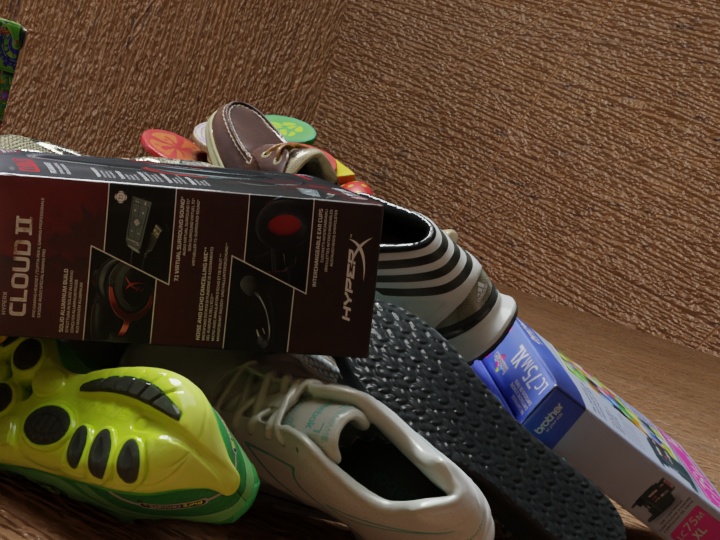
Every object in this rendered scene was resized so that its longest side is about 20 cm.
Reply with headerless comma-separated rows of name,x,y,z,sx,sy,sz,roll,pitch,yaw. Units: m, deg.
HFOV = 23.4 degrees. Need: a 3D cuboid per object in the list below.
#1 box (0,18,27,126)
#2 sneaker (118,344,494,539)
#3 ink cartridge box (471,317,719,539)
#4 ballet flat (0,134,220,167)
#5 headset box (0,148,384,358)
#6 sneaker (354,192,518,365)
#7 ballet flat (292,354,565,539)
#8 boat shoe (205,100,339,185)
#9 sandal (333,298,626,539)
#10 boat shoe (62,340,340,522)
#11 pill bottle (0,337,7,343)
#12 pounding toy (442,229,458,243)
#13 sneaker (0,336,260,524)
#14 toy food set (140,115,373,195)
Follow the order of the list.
box,-0.296,-0.055,0.852,0.122,0.201,0.192,19,4,38
sneaker,-0.027,0.071,0.804,0.200,0.071,0.080,25,-22,18
ink cartridge box,0.136,0.092,1.043,0.200,0.042,0.119,35,11,-21
ballet flat,-0.173,-0.046,1.197,0.199,0.068,0.075,10,27,-8
headset box,-0.105,-0.012,0.824,0.199,0.075,0.149,4,7,-15
sneaker,-0.012,0.007,1.026,0.200,0.076,0.115,-15,-58,42
ballet flat,0.015,0.090,0.965,0.200,0.072,0.072,28,6,7
boat shoe,-0.044,-0.061,1.247,0.072,0.072,0.200,0,46,-39
sandal,0.051,0.096,0.900,0.200,0.048,0.075,44,37,-4
boat shoe,-0.073,0.082,0.882,0.199,0.074,0.065,24,-23,16
pill bottle,-0.229,-0.004,1.053,0.199,0.113,0.112,14,4,-34
pounding toy,-0.007,0.013,1.467,0.183,0.143,0.200,16,4,12
sneaker,-0.120,0.078,0.782,0.200,0.074,0.084,14,-27,51
toy food set,-0.084,-0.063,1.355,0.199,0.049,0.198,-11,36,-36
